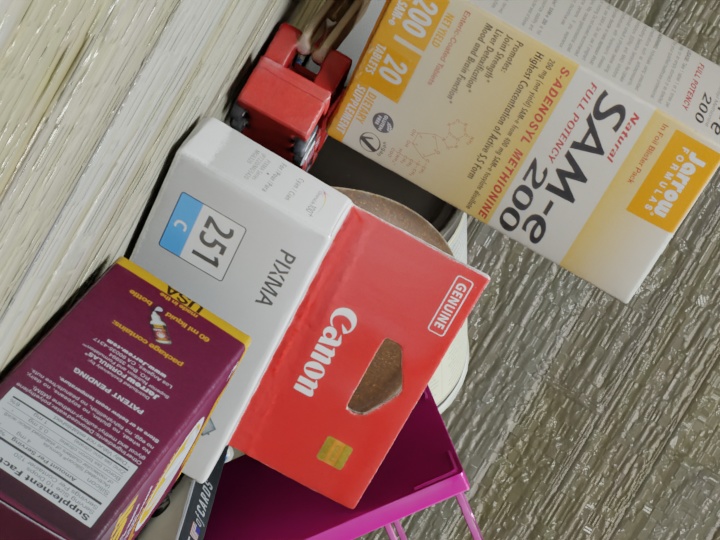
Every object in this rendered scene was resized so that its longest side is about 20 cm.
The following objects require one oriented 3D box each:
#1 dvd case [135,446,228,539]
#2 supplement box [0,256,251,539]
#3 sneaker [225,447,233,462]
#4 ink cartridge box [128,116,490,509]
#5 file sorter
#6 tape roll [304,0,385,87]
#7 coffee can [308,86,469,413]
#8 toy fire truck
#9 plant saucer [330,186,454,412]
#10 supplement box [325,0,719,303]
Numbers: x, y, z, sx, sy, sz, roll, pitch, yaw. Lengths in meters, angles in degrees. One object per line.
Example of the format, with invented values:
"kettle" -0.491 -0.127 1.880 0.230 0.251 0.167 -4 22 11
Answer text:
"dvd case" -0.156 0.182 1.262 0.150 0.025 0.200 -30 -157 22
"supplement box" -0.143 0.096 1.025 0.111 0.085 0.200 -61 177 34
"sneaker" -0.090 0.050 1.548 0.201 0.077 0.076 -62 175 3
"ink cartridge box" -0.049 0.039 1.147 0.201 0.175 0.045 -62 178 37
"file sorter" -0.019 0.183 1.303 0.199 0.126 0.139 -23 -157 1
"tape roll" 0.001 -0.153 1.453 0.204 0.037 0.203 -60 177 -4
"coffee can" 0.000 0.000 1.375 0.147 0.146 0.201 -57 159 -30
"toy fire truck" -0.020 -0.132 1.194 0.142 0.049 0.200 -61 178 -9
"plant saucer" -0.034 0.036 1.254 0.037 0.199 0.201 -102 -149 -44
"supplement box" 0.097 -0.089 1.162 0.126 0.199 0.074 -62 178 40
